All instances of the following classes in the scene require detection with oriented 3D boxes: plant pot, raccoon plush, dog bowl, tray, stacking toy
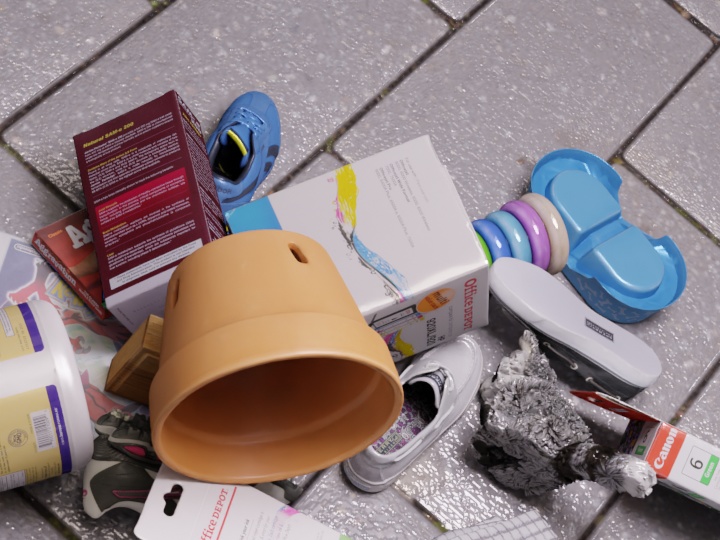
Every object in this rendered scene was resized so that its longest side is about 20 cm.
[{"bbox_3d":[-0.076,0.062,1.459,0.199,0.200,0.141,1,55,-21],"label":"plant pot"},{"bbox_3d":[0.195,0.140,1.690,0.199,0.097,0.134,20,51,19],"label":"raccoon plush"},{"bbox_3d":[0.244,-0.031,1.864,0.111,0.050,0.200,-27,71,-33],"label":"dog bowl"},{"bbox_3d":[-0.111,0.106,1.584,0.199,0.099,0.037,23,56,-17],"label":"tray"},{"bbox_3d":[0.101,-0.009,1.783,0.199,0.085,0.086,-19,67,-23],"label":"stacking toy"}]

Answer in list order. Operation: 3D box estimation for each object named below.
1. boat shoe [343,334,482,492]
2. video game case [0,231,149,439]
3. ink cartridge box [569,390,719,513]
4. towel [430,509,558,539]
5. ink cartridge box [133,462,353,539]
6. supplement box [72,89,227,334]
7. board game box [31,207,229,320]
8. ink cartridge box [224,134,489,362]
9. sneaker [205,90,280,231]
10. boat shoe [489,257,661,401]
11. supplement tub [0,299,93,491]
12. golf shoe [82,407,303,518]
[{"bbox_3d":[0.055,0.118,1.680,0.072,0.069,0.200,44,54,9],"label":"boat shoe"},{"bbox_3d":[-0.264,0.067,1.615,0.199,0.023,0.183,19,54,-10],"label":"video game case"},{"bbox_3d":[0.287,0.175,1.708,0.199,0.109,0.051,25,84,-5],"label":"ink cartridge box"},{"bbox_3d":[0.117,0.301,1.559,0.200,0.086,0.166,-12,55,-48],"label":"towel"},{"bbox_3d":[-0.094,0.242,1.481,0.199,0.067,0.117,29,34,-7],"label":"ink cartridge box"},{"bbox_3d":[-0.182,-0.052,1.622,0.108,0.061,0.201,-23,55,10],"label":"supplement box"},{"bbox_3d":[-0.195,-0.033,1.691,0.103,0.019,0.200,44,47,17],"label":"board game box"},{"bbox_3d":[0.000,0.000,1.647,0.199,0.147,0.145,-22,67,-7],"label":"ink cartridge box"},{"bbox_3d":[-0.112,-0.119,1.741,0.066,0.079,0.200,24,42,-2],"label":"sneaker"},{"bbox_3d":[0.197,0.063,1.761,0.200,0.057,0.069,34,36,-10],"label":"boat shoe"},{"bbox_3d":[-0.328,0.114,1.472,0.199,0.146,0.146,-14,65,-15],"label":"supplement tub"},{"bbox_3d":[-0.146,0.182,1.567,0.199,0.077,0.088,18,95,-28],"label":"golf shoe"}]
